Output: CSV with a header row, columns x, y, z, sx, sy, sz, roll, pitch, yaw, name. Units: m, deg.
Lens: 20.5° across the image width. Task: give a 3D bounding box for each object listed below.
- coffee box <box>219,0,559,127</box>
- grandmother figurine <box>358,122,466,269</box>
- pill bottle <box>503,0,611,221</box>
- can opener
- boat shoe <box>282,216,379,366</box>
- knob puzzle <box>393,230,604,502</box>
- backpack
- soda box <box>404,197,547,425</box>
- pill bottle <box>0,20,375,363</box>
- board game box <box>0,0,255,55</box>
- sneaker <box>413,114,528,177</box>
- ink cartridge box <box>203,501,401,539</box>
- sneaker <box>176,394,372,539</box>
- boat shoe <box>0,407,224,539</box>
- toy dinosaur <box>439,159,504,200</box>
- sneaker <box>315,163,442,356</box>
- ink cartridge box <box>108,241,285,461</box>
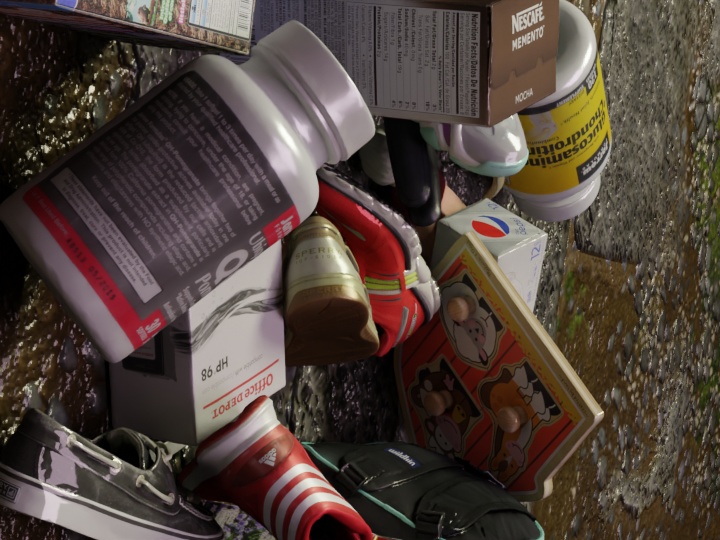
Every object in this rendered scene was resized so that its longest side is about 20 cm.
x,y,z,sx,sy,sz,roll,pitch,yaw,name
0.019,-0.152,1.307,0.113,0.198,0.081,-31,124,-58,coffee box
0.050,-0.059,1.557,0.200,0.060,0.122,51,43,-59,grandmother figurine
0.152,-0.129,1.668,0.201,0.111,0.113,69,38,-56,pill bottle
0.035,-0.123,1.438,0.063,0.078,0.201,51,30,-46,can opener
-0.024,0.021,1.366,0.200,0.073,0.063,107,-24,-72,boat shoe
0.082,0.097,1.541,0.030,0.219,0.222,-20,116,-38,knob puzzle
0.036,0.207,1.472,0.200,0.175,0.155,-11,124,-63,backpack
0.091,0.049,1.589,0.063,0.068,0.202,-24,134,-41,soda box
-0.093,-0.050,1.114,0.199,0.111,0.111,-38,140,-9,pill bottle
-0.139,-0.212,1.088,0.200,0.096,0.161,5,92,-64,board game box
0.073,-0.174,1.371,0.077,0.201,0.140,-23,162,-38,sneaker
-0.018,0.224,1.333,0.050,0.198,0.110,-57,144,-40,ink cartridge box
-0.054,0.153,1.272,0.078,0.116,0.200,-37,173,-7,sneaker
-0.138,0.130,1.190,0.200,0.070,0.064,30,82,-56,boat shoe
0.099,-0.120,1.528,0.088,0.047,0.202,-50,149,-55,toy dinosaur
0.000,0.000,1.451,0.085,0.077,0.200,-45,141,-12,sneaker
-0.103,0.032,1.260,0.116,0.066,0.202,-32,125,-57,ink cartridge box
